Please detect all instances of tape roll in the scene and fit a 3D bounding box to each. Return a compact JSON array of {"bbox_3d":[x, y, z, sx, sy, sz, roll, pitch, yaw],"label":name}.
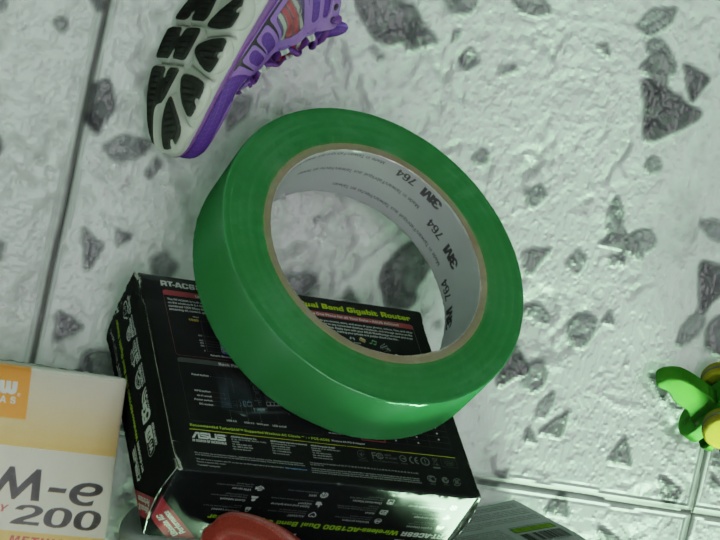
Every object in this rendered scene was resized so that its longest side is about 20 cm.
[{"bbox_3d":[0.000,0.000,1.147,0.199,0.048,0.202,16,53,-22],"label":"tape roll"}]

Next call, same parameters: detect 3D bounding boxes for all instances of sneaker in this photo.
[{"bbox_3d":[-0.051,-0.145,1.149,0.083,0.080,0.201,38,81,-31],"label":"sneaker"}]

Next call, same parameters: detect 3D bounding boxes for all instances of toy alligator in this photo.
[{"bbox_3d":[0.291,0.114,1.348,0.198,0.060,0.055,16,130,-7],"label":"toy alligator"}]

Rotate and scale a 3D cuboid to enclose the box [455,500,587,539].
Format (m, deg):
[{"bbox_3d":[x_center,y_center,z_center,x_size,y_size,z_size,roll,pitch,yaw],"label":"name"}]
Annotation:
[{"bbox_3d":[0.078,0.266,1.262,0.111,0.101,0.202,-6,101,-24],"label":"box"}]

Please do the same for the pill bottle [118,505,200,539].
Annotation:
[{"bbox_3d":[-0.081,0.240,1.178,0.111,0.112,0.202,-11,103,-23],"label":"pill bottle"}]

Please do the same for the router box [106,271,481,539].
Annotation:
[{"bbox_3d":[-0.042,0.086,1.148,0.198,0.151,0.062,9,133,-26],"label":"router box"}]

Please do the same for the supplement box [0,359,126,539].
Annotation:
[{"bbox_3d":[-0.214,0.151,1.107,0.125,0.073,0.202,9,86,-27],"label":"supplement box"}]

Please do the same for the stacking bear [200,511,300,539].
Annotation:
[{"bbox_3d":[-0.001,0.224,1.107,0.199,0.113,0.123,28,74,-49],"label":"stacking bear"}]
